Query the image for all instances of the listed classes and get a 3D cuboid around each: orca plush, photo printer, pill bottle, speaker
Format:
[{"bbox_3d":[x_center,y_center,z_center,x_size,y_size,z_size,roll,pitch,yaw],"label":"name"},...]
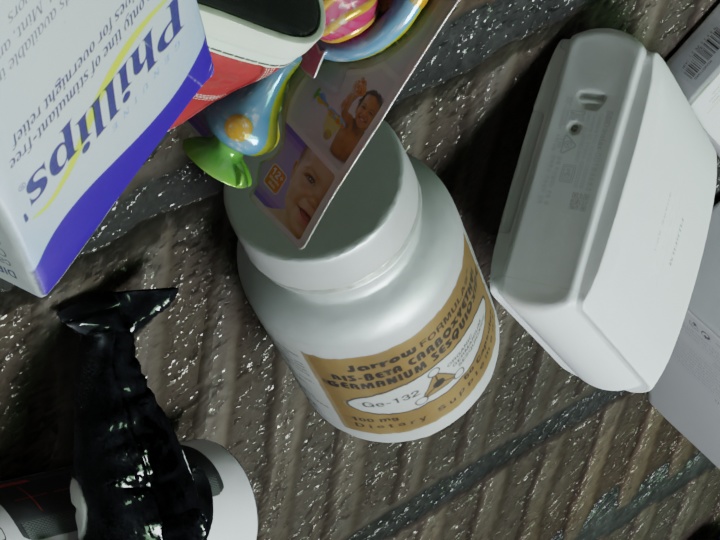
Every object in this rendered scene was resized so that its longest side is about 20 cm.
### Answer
[{"bbox_3d":[-0.091,0.109,1.128,0.105,0.071,0.201,-5,99,-49],"label":"orca plush"},{"bbox_3d":[0.146,-0.024,1.316,0.200,0.069,0.167,44,61,-62],"label":"photo printer"},{"bbox_3d":[0.000,0.000,1.161,0.114,0.114,0.200,-41,152,-8],"label":"pill bottle"},{"bbox_3d":[-0.149,0.141,1.182,0.200,0.081,0.081,-8,135,-48],"label":"speaker"}]

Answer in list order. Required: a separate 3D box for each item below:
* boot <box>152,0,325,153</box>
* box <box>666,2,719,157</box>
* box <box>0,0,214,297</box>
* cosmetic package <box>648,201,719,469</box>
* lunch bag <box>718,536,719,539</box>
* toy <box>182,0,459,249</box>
[{"bbox_3d":[-0.132,-0.098,0.906,0.200,0.073,0.144,21,140,-41],"label":"boot"},{"bbox_3d":[0.268,-0.131,1.436,0.144,0.036,0.200,-48,153,6],"label":"box"},{"bbox_3d":[-0.160,-0.113,0.699,0.105,0.184,0.200,-55,158,-23],"label":"box"},{"bbox_3d":[0.308,0.023,1.604,0.199,0.123,0.200,-38,150,-14],"label":"cosmetic package"},{"bbox_3d":[0.305,0.333,2.028,0.200,0.124,0.170,-63,151,3],"label":"lunch bag"},{"bbox_3d":[-0.019,-0.122,0.971,0.047,0.115,0.200,0,128,-49],"label":"toy"}]
